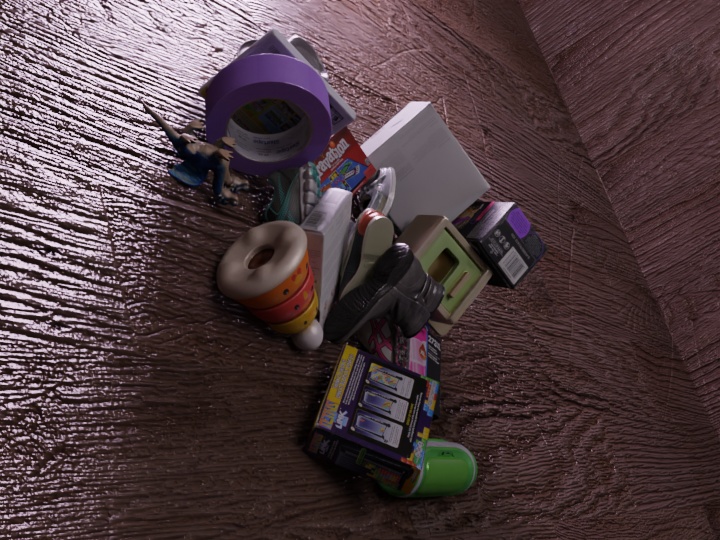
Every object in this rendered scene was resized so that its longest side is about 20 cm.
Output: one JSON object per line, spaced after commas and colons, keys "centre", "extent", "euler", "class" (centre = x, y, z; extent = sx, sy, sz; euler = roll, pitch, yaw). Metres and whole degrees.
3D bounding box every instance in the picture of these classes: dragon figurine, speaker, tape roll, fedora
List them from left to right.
{"centre": [-0.247, -0.165, 1.416], "extent": [0.198, 0.100, 0.059], "euler": [23, 41, -20], "class": "dragon figurine"}
{"centre": [-0.145, -0.241, 1.510], "extent": [0.199, 0.199, 0.066], "euler": [32, 37, -40], "class": "tape roll"}
{"centre": [-0.128, -0.374, 1.787], "extent": [0.199, 0.090, 0.179], "euler": [8, 56, -56], "class": "fedora"}
{"centre": [0.105, 0.311, 1.505], "extent": [0.199, 0.088, 0.090], "euler": [16, 49, -53], "class": "speaker"}

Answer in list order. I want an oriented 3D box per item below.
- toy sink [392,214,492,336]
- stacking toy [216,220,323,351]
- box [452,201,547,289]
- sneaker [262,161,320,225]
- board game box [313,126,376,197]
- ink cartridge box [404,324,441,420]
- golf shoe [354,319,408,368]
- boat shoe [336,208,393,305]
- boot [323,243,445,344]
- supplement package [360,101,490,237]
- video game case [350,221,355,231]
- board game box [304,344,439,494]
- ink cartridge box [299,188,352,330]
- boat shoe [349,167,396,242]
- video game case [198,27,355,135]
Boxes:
{"centre": [0.150, 0.016, 1.730], "extent": [0.131, 0.112, 0.200], "euler": [-48, 113, -16], "class": "toy sink"}
{"centre": [-0.106, 0.041, 1.406], "extent": [0.147, 0.144, 0.201], "euler": [-87, 153, -48], "class": "stacking toy"}
{"centre": [0.233, -0.052, 1.798], "extent": [0.123, 0.106, 0.199], "euler": [51, -17, -21], "class": "box"}
{"centre": [-0.114, -0.073, 1.540], "extent": [0.078, 0.090, 0.203], "euler": [50, 41, -72], "class": "sneaker"}
{"centre": [-0.052, -0.163, 1.656], "extent": [0.103, 0.019, 0.200], "euler": [53, 46, -14], "class": "board game box"}
{"centre": [0.103, 0.155, 1.682], "extent": [0.094, 0.037, 0.202], "euler": [38, 40, -37], "class": "ink cartridge box"}
{"centre": [0.029, 0.103, 1.603], "extent": [0.073, 0.091, 0.203], "euler": [-4, 87, -74], "class": "golf shoe"}
{"centre": [0.000, 0.000, 1.545], "extent": [0.070, 0.203, 0.062], "euler": [9, 14, -29], "class": "boat shoe"}
{"centre": [0.045, 0.069, 1.517], "extent": [0.132, 0.200, 0.070], "euler": [49, -6, -33], "class": "boot"}
{"centre": [0.102, -0.183, 1.832], "extent": [0.201, 0.191, 0.147], "euler": [51, -2, -15], "class": "supplement package"}
{"centre": [0.037, 0.017, 1.746], "extent": [0.180, 0.025, 0.202], "euler": [25, 43, -48], "class": "video game case"}
{"centre": [0.022, 0.215, 1.413], "extent": [0.163, 0.057, 0.201], "euler": [21, 33, 1], "class": "board game box"}
{"centre": [-0.060, -0.007, 1.512], "extent": [0.160, 0.047, 0.203], "euler": [-61, 160, -59], "class": "ink cartridge box"}
{"centre": [0.013, -0.100, 1.686], "extent": [0.064, 0.074, 0.204], "euler": [23, 68, -9], "class": "boat shoe"}
{"centre": [-0.137, -0.275, 1.576], "extent": [0.200, 0.181, 0.023], "euler": [43, 35, -28], "class": "video game case"}
